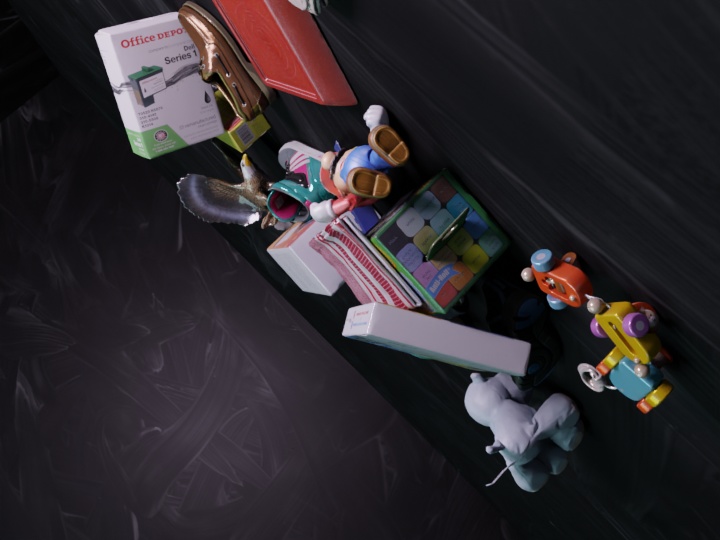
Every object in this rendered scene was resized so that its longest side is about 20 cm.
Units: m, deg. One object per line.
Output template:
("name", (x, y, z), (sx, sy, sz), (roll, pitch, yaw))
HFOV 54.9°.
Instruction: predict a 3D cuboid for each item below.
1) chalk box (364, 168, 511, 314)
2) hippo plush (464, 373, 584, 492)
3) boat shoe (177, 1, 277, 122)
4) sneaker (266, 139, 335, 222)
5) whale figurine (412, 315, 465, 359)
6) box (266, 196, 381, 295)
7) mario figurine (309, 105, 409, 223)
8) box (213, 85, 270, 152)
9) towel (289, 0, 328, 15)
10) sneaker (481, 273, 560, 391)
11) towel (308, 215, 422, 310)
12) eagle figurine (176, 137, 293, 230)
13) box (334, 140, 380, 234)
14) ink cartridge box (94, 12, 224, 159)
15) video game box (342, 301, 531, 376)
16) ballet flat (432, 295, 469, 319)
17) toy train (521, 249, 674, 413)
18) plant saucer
("chalk box", (0.086, -0.030, 0.840), (0.124, 0.125, 0.200), (47, 169, -6))
("hippo plush", (0.239, 0.250, 1.115), (0.161, 0.199, 0.160), (43, 148, 50))
("boat shoe", (-0.217, -0.318, 1.058), (0.200, 0.068, 0.072), (48, 169, -2))
("sneaker", (-0.111, -0.141, 1.145), (0.200, 0.121, 0.084), (29, 160, 54))
("whale figurine", (0.097, 0.092, 1.140), (0.159, 0.104, 0.200), (43, -171, 13))
("box", (-0.057, -0.050, 1.184), (0.106, 0.152, 0.200), (48, 167, -12))
("mario figurine", (-0.014, -0.125, 0.837), (0.107, 0.123, 0.200), (65, 169, -6))
("box", (-0.250, -0.283, 1.271), (0.200, 0.075, 0.050), (36, 164, 43))
("towel", (-0.103, -0.349, 0.669), (0.200, 0.034, 0.133), (45, 166, 10))
("sneaker", (0.214, 0.083, 0.931), (0.082, 0.073, 0.201), (45, 162, 45))
("towel", (0.000, 0.000, 0.888), (0.144, 0.023, 0.200), (48, 168, -5))
("eagle figurine", (-0.211, -0.157, 1.273), (0.199, 0.152, 0.151), (15, -162, 25))
("box", (0.002, -0.088, 1.003), (0.201, 0.032, 0.121), (62, 180, -5))
("ink cartridge box", (-0.326, -0.305, 1.137), (0.084, 0.145, 0.201), (27, 136, 51))
("video game box", (0.089, 0.088, 0.884), (0.198, 0.047, 0.182), (16, 170, -9))
("ballet flat", (0.111, -0.006, 0.995), (0.073, 0.073, 0.201), (31, 154, 50))
("toy train", (0.258, 0.057, 0.724), (0.150, 0.056, 0.201), (29, 156, 57))
("plant saucer", (-0.111, -0.293, 0.865), (0.200, 0.037, 0.200), (33, 162, 48))
